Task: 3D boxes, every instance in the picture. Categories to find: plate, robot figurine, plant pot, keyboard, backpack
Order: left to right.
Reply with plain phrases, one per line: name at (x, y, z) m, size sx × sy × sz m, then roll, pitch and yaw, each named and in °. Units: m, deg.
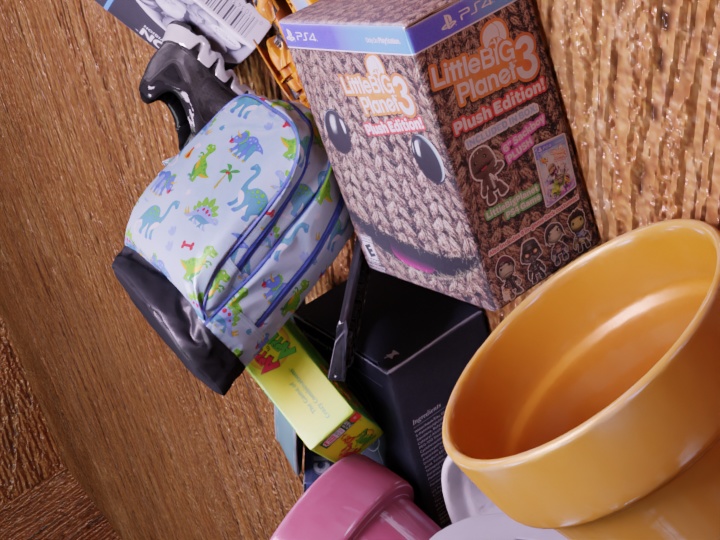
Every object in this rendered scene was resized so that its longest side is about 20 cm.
backpack at (-0.089, -0.035, 0.924) m, size 0.163 × 0.200 × 0.154 m, roll 41°, pitch 163°, yaw 47°
plate at (-0.068, 0.097, 1.168) m, size 0.200 × 0.025 × 0.202 m, roll 180°, pitch 90°, yaw -90°
robot figurine at (-0.055, -0.207, 0.954) m, size 0.201 × 0.058 × 0.145 m, roll 59°, pitch 156°, yaw 0°
keyboard at (0.000, 0.000, 0.971) m, size 0.020 × 0.201 × 0.127 m, roll 12°, pitch 145°, yaw 0°
plant pot at (0.021, 0.276, 0.973) m, size 0.178 × 0.200 × 0.201 m, roll 29°, pitch 146°, yaw 21°
plant pot at (0.181, 0.104, 0.715) m, size 0.183 × 0.200 × 0.200 m, roll 48°, pitch 159°, yaw -14°

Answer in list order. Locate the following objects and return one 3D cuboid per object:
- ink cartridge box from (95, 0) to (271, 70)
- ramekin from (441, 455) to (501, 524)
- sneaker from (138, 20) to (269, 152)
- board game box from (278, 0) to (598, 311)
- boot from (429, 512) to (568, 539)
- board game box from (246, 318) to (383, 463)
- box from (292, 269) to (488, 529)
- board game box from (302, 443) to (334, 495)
ink cartridge box at (-0.195, -0.251, 1.115) m, size 0.198 × 0.044 × 0.200 m, roll 38°, pitch 161°, yaw -14°
ramekin at (0.165, 0.197, 0.938) m, size 0.200 × 0.105 × 0.201 m, roll 44°, pitch 152°, yaw 30°
sneaker at (-0.117, -0.125, 1.082) m, size 0.200 × 0.091 × 0.066 m, roll 41°, pitch 161°, yaw -15°
board game box at (0.053, -0.095, 0.826) m, size 0.159 × 0.097 × 0.201 m, roll 18°, pitch 134°, yaw 56°
boot at (0.120, 0.230, 0.842) m, size 0.200 × 0.073 × 0.096 m, roll -8°, pitch 106°, yaw 64°
board game box at (-0.070, 0.068, 1.010) m, size 0.200 × 0.048 × 0.102 m, roll 49°, pitch 180°, yaw 22°
box at (0.044, 0.116, 1.080) m, size 0.148 × 0.107 × 0.201 m, roll 29°, pitch 143°, yaw 50°
board game box at (-0.040, 0.159, 1.242) m, size 0.136 × 0.034 × 0.201 m, roll 95°, pitch 177°, yaw -53°
